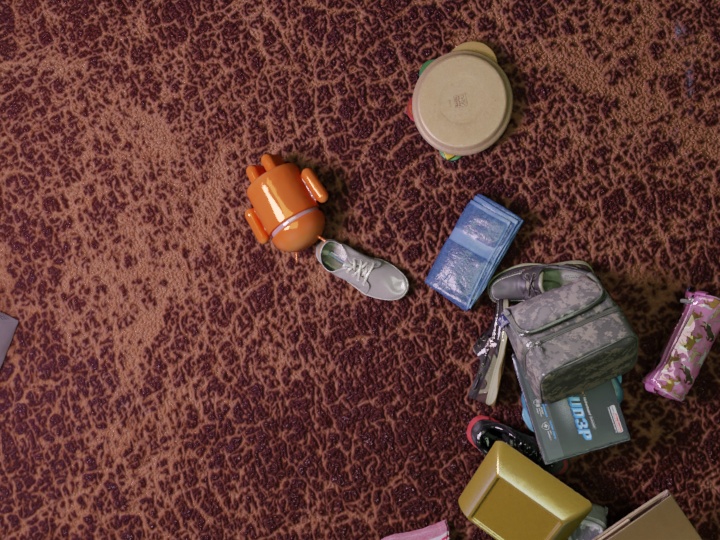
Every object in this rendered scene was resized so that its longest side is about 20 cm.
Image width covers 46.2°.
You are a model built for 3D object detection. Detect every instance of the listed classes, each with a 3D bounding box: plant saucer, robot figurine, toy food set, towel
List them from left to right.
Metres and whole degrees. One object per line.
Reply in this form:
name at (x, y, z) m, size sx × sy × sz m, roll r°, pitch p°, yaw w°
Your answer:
robot figurine at (-0.142, -0.121, 1.610) m, size 0.142 × 0.117 × 0.202 m, roll -28°, pitch 84°, yaw -20°
towel at (0.097, 0.528, 1.523) m, size 0.141 × 0.200 × 0.023 m, roll -19°, pitch 103°, yaw 8°
toy food set at (0.188, -0.316, 1.589) m, size 0.195 × 0.049 × 0.203 m, roll -28°, pitch 86°, yaw 8°
towel at (0.209, -0.034, 1.577) m, size 0.111 × 0.048 × 0.203 m, roll 31°, pitch 95°, yaw 18°
plant saucer at (0.282, 0.431, 1.508) m, size 0.198 × 0.048 × 0.202 m, roll 33°, pitch 130°, yaw 12°

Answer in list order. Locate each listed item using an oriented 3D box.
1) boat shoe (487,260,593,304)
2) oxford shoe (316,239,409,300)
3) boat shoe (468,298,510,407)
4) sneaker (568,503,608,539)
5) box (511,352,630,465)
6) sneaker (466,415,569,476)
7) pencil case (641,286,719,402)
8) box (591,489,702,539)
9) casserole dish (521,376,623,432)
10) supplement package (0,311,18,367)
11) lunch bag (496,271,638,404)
boat shoe at (0.331, 0.021, 1.552) m, size 0.196 × 0.066 × 0.073 m, roll -9°, pitch 91°, yaw 10°
oxford shoe at (0.000, 0.000, 1.614) m, size 0.197 × 0.058 × 0.076 m, roll 27°, pitch 91°, yaw 7°
boat shoe at (0.238, 0.150, 1.559) m, size 0.063 × 0.073 × 0.205 m, roll 9°, pitch 97°, yaw 10°
sneaker at (0.358, 0.440, 1.550) m, size 0.196 × 0.082 × 0.076 m, roll 16°, pitch 124°, yaw 24°
box at (0.371, 0.225, 1.501) m, size 0.156 × 0.046 × 0.204 m, roll -17°, pitch 74°, yaw 7°
sneaker at (0.288, 0.329, 1.543) m, size 0.197 × 0.098 × 0.072 m, roll 22°, pitch 91°, yaw 8°
pencil case at (0.578, 0.134, 1.503) m, size 0.085 × 0.083 × 0.203 m, roll 25°, pitch 94°, yaw 8°
box at (0.521, 0.497, 1.492) m, size 0.162 × 0.021 × 0.201 m, roll -37°, pitch 114°, yaw 7°
casserole dish at (0.386, 0.228, 1.541) m, size 0.198 × 0.039 × 0.123 m, roll -31°, pitch 72°, yaw 4°
supplement package at (-0.825, 0.160, 1.677) m, size 0.145 × 0.200 × 0.195 m, roll 24°, pitch 93°, yaw 9°
lunch bag at (0.351, 0.108, 1.445) m, size 0.197 × 0.140 × 0.170 m, roll -24°, pitch 53°, yaw 2°
